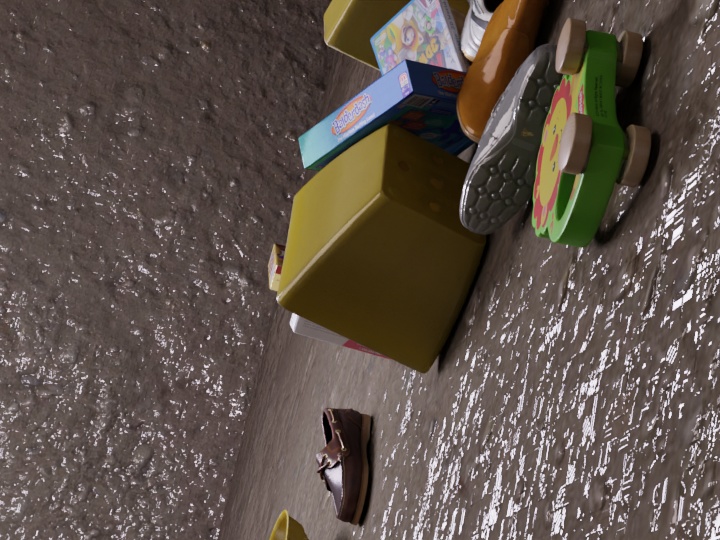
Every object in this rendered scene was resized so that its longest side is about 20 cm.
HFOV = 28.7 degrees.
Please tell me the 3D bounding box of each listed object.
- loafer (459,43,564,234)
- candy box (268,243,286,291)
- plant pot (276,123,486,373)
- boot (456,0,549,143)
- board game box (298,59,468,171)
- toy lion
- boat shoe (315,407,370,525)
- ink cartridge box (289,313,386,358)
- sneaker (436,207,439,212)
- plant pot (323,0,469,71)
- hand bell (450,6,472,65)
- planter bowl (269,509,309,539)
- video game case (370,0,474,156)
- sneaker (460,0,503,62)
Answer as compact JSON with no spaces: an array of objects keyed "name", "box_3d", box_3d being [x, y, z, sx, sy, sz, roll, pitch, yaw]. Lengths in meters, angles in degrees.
[{"name":"loafer","box_3d":[0.155,-0.129,1.390,0.070,0.069,0.201,-81,17,-67]},{"name":"candy box","box_3d":[-0.124,0.004,2.829,0.200,0.116,0.057,-115,41,-77]},{"name":"plant pot","box_3d":[0.042,-0.042,1.598,0.177,0.199,0.201,-52,20,36]},{"name":"boot","box_3d":[0.160,-0.243,1.526,0.202,0.070,0.145,-76,4,-46]},{"name":"board game box","box_3d":[0.047,-0.171,1.647,0.199,0.151,0.045,-31,64,42]},{"name":"toy lion","box_3d":[0.181,-0.096,1.185,0.201,0.068,0.193,-83,5,-45]},{"name":"boat shoe","box_3d":[-0.027,0.257,1.866,0.201,0.070,0.071,-91,19,-59]},{"name":"ink cartridge box","box_3d":[0.000,0.000,1.895,0.085,0.144,0.202,-131,57,-81]},{"name":"sneaker","box_3d":[0.073,-0.082,1.754,0.200,0.090,0.077,125,161,-63]},{"name":"plant pot","box_3d":[0.075,-0.392,2.014,0.201,0.193,0.196,-62,12,20]},{"name":"hand bell","box_3d":[0.129,-0.270,1.821,0.200,0.103,0.105,-122,47,-63]},{"name":"planter bowl","box_3d":[-0.089,0.432,1.901,0.200,0.083,0.202,-163,90,-82]},{"name":"video game case","box_3d":[0.084,-0.233,1.742,0.143,0.018,0.202,-34,68,49]},{"name":"sneaker","box_3d":[0.168,-0.342,1.706,0.088,0.075,0.201,126,150,-51]}]
